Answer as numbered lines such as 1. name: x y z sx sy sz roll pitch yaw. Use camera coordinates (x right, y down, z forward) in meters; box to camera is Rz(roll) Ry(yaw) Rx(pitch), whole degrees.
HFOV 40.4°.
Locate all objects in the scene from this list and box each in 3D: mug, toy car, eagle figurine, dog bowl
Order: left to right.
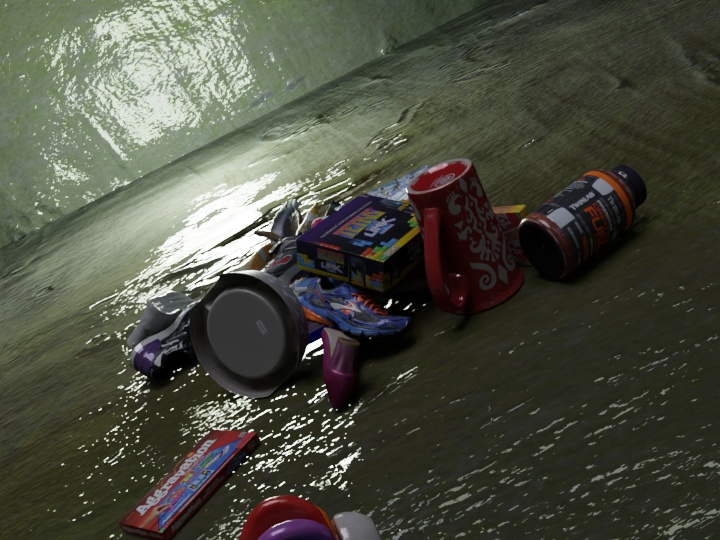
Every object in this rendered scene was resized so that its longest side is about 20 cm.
1. dog bowl: -0.168 0.092 1.516 0.197 0.203 0.059 -13 10 28
2. toy car: -0.056 0.301 0.961 0.173 0.152 0.200 -27 21 -6
3. eagle figurine: -0.102 -0.065 1.867 0.150 0.152 0.200 -38 6 12
4. mug: 0.153 -0.046 1.458 0.132 0.202 0.178 -20 21 11

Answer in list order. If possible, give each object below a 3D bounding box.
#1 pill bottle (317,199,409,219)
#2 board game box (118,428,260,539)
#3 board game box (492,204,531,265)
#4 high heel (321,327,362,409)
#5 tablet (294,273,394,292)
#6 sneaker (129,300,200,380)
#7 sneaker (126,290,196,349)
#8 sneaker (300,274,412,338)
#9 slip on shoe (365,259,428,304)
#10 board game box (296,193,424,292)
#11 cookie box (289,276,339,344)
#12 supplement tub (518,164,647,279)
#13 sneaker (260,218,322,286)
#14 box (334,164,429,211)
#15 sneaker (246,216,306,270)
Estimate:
1. pill bottle: 0.022 -0.063 1.719 0.197 0.111 0.110 -5 26 16
2. board game box: -0.235 0.293 1.357 0.102 0.020 0.200 -6 29 43
3. board game box: 0.196 -0.053 1.569 0.198 0.097 0.030 1 33 48
4. high heel: -0.032 0.143 1.458 0.066 0.098 0.200 14 2 -11
5. tablet: 0.000 0.000 1.593 0.197 0.014 0.130 -3 26 36
6. sneaker: -0.312 0.133 1.766 0.087 0.077 0.199 24 51 38
7. sneaker: -0.376 0.107 1.859 0.116 0.073 0.200 -56 -13 10
8. sneaker: -0.010 0.055 1.491 0.197 0.080 0.075 15 3 27
9. slip on shoe: 0.053 0.009 1.632 0.197 0.061 0.076 -15 24 25
10. board game box: 0.019 -0.050 1.548 0.163 0.058 0.200 15 33 28
11. cookie box: -0.126 0.066 1.674 0.169 0.076 0.200 -27 22 -12
12. supplement tub: 0.338 -0.081 1.464 0.199 0.108 0.106 -35 23 -21
13. sneaker: -0.127 -0.016 1.645 0.198 0.075 0.081 -28 12 8
14. box: 0.063 -0.102 1.829 0.197 0.040 0.138 -24 48 2
15. sneaker: -0.167 -0.030 1.974 0.087 0.076 0.200 -24 12 48
